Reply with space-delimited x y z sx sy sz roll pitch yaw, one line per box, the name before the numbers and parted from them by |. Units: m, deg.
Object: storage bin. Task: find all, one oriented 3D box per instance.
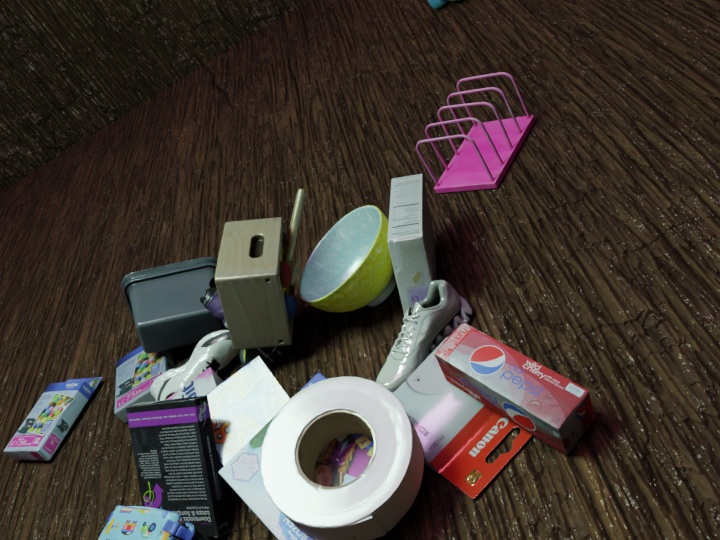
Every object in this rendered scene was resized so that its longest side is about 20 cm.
storage bin | -0.356 0.083 1.544 0.199 0.146 0.134 -11 42 -9

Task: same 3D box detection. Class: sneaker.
sneaker | -0.287 0.189 1.413 0.200 0.074 0.080 -42 36 6
sneaker | -0.238 0.029 1.502 0.076 0.087 0.200 -52 3 23
sneaker | -0.179 0.106 1.429 0.081 0.074 0.200 -30 26 32
sneaker | 0.082 0.099 1.175 0.075 0.081 0.200 14 57 48

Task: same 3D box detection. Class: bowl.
bowl | 0.000 0.000 1.337 0.200 0.108 0.200 -39 27 25

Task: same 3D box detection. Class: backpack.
backpack | -0.292 0.430 1.034 0.182 0.135 0.200 -5 46 40

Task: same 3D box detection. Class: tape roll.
tape roll | -0.022 0.239 0.997 0.202 0.071 0.203 -9 52 12

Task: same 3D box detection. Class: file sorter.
file sorter | 0.214 -0.262 1.485 0.139 0.126 0.200 0 46 42

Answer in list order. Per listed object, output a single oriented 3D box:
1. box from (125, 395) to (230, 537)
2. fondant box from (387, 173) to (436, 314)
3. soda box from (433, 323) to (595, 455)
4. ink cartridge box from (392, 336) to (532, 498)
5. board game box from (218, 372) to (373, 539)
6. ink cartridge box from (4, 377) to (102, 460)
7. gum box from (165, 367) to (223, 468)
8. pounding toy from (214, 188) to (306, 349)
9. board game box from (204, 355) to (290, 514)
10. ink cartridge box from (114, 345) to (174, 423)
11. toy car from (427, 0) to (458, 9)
box | -0.270 0.290 1.158 0.143 0.201 0.036 -10 -2 31
fondant box | 0.087 -0.046 1.281 0.058 0.145 0.200 -7 34 11
soda box | 0.190 0.144 0.986 0.063 0.070 0.200 -45 48 -17
ink cartridge box | 0.130 0.186 1.045 0.163 0.057 0.200 -44 28 -14
board game box | -0.059 0.267 1.063 0.200 0.041 0.200 -45 52 -15
ink cartridge box | -0.621 0.290 1.594 0.119 0.042 0.200 -9 39 34
gum box | -0.260 0.257 1.291 0.113 0.066 0.200 -35 32 -1
pounding toy | -0.154 -0.005 1.334 0.142 0.184 0.200 -5 39 2
board game box | -0.151 0.240 1.163 0.135 0.034 0.200 -37 57 -10
ink cartridge box | -0.424 0.199 1.549 0.119 0.042 0.200 -32 30 4
toy car | 0.293 -0.848 2.199 0.200 0.177 0.184 -25 4 -43
